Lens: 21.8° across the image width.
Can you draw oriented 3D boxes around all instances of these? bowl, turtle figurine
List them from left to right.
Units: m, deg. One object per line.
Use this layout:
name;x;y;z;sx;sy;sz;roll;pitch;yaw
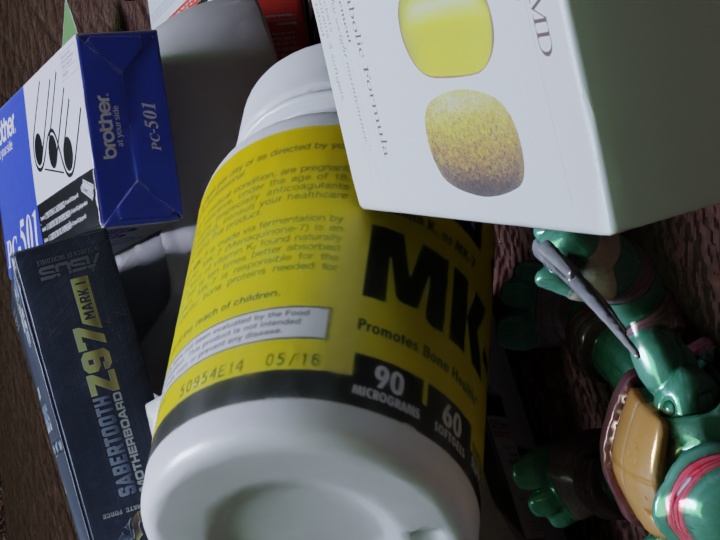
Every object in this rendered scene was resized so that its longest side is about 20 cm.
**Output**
bowl;-0.095;-0.028;1.009;0.200;0.074;0.201;137;120;-63
turtle figurine;0.084;0.057;0.588;0.200;0.100;0.150;-112;32;-82

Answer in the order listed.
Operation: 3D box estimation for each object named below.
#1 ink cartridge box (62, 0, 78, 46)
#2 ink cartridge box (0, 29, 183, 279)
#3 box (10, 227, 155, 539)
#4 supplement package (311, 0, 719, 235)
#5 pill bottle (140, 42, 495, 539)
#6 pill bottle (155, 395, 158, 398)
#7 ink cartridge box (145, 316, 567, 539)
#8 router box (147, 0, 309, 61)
ink cartridge box;-0.203;-0.105;1.524;0.146;0.048;0.200;105;153;-50
ink cartridge box;-0.147;-0.054;0.969;0.200;0.044;0.094;160;102;-66
box;-0.133;0.073;0.937;0.200;0.051;0.158;146;108;-78
supplement package;0.067;-0.080;0.546;0.200;0.109;0.114;-170;65;-72
pill bottle;-0.009;0.016;0.675;0.114;0.114;0.200;102;176;-47
pill bottle;-0.116;0.100;1.159;0.113;0.113;0.201;-159;50;-71
ink cartridge box;0.004;0.119;0.778;0.147;0.083;0.201;-31;59;25
router box;-0.077;-0.096;1.121;0.200;0.049;0.180;172;91;-73
